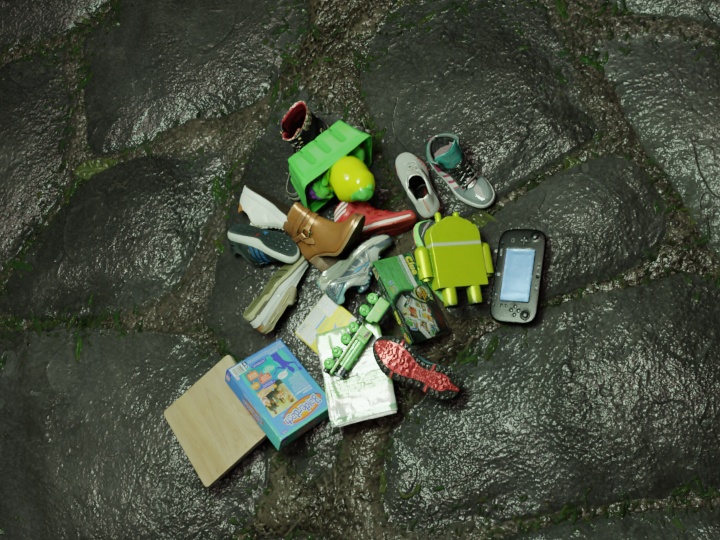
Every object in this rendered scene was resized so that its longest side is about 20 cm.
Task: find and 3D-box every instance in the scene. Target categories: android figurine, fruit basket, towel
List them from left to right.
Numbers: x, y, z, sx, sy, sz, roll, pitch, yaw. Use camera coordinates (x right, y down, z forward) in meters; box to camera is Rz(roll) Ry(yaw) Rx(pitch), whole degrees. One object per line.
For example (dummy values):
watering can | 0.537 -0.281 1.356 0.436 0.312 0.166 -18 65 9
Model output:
fruit basket | -0.040 -0.208 1.755 0.209 0.156 0.221 0 65 0
towel | -0.009 0.214 1.660 0.145 0.031 0.205 -14 72 7
android figurine | 0.197 -0.025 1.653 0.177 0.041 0.206 -6 77 -23

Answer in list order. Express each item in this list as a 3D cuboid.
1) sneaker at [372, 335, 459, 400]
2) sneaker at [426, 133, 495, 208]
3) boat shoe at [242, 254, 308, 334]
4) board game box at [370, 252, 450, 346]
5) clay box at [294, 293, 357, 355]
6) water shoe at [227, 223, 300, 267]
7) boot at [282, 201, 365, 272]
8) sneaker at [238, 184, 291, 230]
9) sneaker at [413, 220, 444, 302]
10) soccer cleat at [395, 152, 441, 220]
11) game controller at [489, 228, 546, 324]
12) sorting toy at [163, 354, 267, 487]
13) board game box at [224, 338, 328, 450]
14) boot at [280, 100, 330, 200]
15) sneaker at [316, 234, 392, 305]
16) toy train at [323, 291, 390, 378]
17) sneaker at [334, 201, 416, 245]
sneaker | 0.108 0.208 1.627 0.197 0.096 0.080 32 81 8
sneaker | 0.212 -0.226 1.720 0.084 0.121 0.200 -45 66 0
boat shoe | -0.179 0.053 1.790 0.201 0.069 0.074 -50 20 -19
board game box | 0.105 0.059 1.689 0.102 0.024 0.203 -13 64 -26
clay box | -0.036 0.156 1.722 0.199 0.048 0.116 39 88 23
water shoe | -0.220 -0.047 1.837 0.196 0.081 0.071 23 41 26
boot | -0.086 -0.096 1.726 0.155 0.074 0.200 45 130 5
sneaker | -0.206 -0.119 1.863 0.198 0.072 0.086 33 109 23
sneaker | 0.172 -0.022 1.694 0.082 0.077 0.205 -21 69 14
soccer cleat | 0.121 -0.201 1.748 0.067 0.085 0.203 -27 53 9
game controller | 0.329 0.012 1.651 0.102 0.042 0.205 5 74 19
sorting toy | -0.300 0.332 1.742 0.198 0.070 0.201 -40 66 3
board game box | -0.173 0.260 1.691 0.150 0.046 0.200 -27 62 -33
boot | -0.143 -0.279 1.837 0.072 0.151 0.204 23 82 23
sneaker | 0.000 0.000 1.744 0.198 0.078 0.087 -37 85 -13
toy train | -0.007 0.137 1.646 0.056 0.042 0.202 33 84 8
sneaker | 0.025 -0.134 1.778 0.195 0.078 0.119 -13 71 13
